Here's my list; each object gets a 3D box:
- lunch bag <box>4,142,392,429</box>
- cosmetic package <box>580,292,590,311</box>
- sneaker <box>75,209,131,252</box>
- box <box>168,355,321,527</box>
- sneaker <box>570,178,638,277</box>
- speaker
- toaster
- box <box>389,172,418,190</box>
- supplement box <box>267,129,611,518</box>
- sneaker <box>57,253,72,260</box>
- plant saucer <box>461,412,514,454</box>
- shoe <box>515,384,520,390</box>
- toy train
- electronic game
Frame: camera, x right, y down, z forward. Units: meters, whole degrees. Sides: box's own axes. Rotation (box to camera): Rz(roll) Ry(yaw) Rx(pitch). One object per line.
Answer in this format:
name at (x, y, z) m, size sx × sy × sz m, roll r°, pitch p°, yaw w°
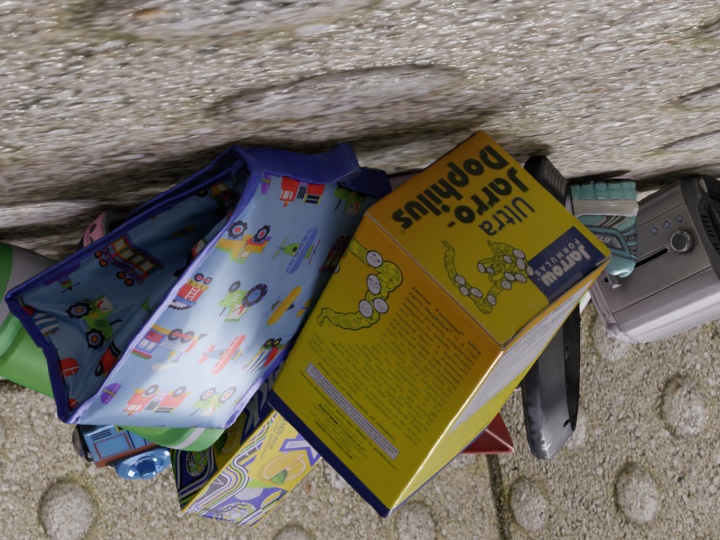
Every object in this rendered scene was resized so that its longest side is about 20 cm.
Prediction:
lunch bag at (-0.074, -0.001, 1.065) m, size 0.200 × 0.094 × 0.150 m, roll -40°, pitch 156°, yaw 23°
cosmetic package at (0.097, 0.016, 1.625) m, size 0.199 × 0.085 × 0.108 m, roll -8°, pitch 143°, yaw -31°
sneaker at (-0.083, 0.001, 1.197) m, size 0.199 × 0.071 × 0.082 m, roll 3°, pitch 154°, yaw -9°
box at (-0.052, 0.094, 1.314) m, size 0.070 × 0.064 × 0.200 m, roll 18°, pitch 127°, yaw -35°
sneaker at (0.124, -0.016, 1.476) m, size 0.199 × 0.087 × 0.078 m, roll -10°, pitch 176°, yaw 26°
speaker at (-0.180, 0.052, 1.259) m, size 0.199 × 0.089 × 0.088 m, roll 27°, pitch 158°, yaw -27°
toaster at (0.269, -0.007, 1.586) m, size 0.129 × 0.114 × 0.200 m, roll -26°, pitch 169°, yaw 24°
box at (-0.045, -0.029, 1.268) m, size 0.199 × 0.042 × 0.039 m, roll -9°, pitch 176°, yaw 17°
supplement box at (0.041, 0.035, 1.103) m, size 0.109 × 0.110 × 0.200 m, roll -36°, pitch 165°, yaw -38°
sneaker at (-0.211, 0.024, 1.434) m, size 0.091 × 0.076 × 0.200 m, roll -5°, pitch 176°, yaw 15°
plant saucer at (0.004, 0.091, 1.556) m, size 0.200 × 0.037 × 0.199 m, roll 36°, pitch 154°, yaw -30°
shoe at (0.106, 0.055, 1.473) m, size 0.091 × 0.072 × 0.200 m, roll 19°, pitch -171°, yaw 24°
toy train at (-0.123, 0.088, 1.393) m, size 0.199 × 0.087 × 0.114 m, roll -18°, pitch 151°, yaw -6°
electronic game at (0.121, 0.025, 1.241) m, size 0.041 × 0.201 × 0.200 m, roll -1°, pitch 177°, yaw 11°
